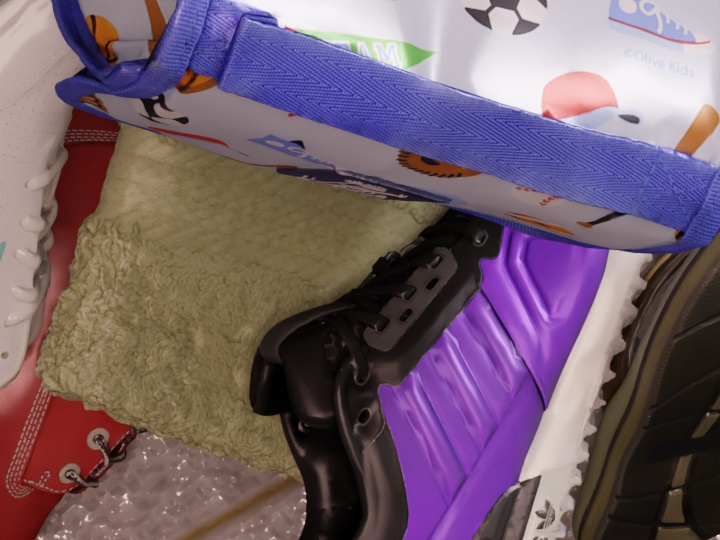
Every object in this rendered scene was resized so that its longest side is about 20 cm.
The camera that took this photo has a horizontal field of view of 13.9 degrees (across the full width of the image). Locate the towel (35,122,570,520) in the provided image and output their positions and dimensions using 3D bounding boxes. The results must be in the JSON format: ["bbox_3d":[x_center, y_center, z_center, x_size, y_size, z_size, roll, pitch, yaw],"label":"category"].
[{"bbox_3d":[0.000,0.000,0.942,0.200,0.036,0.148,17,86,-30],"label":"towel"}]

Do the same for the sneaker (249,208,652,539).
[{"bbox_3d":[0.021,0.022,0.898,0.099,0.070,0.200,18,81,-17],"label":"sneaker"}]

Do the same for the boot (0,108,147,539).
[{"bbox_3d":[-0.076,0.052,0.976,0.144,0.072,0.200,11,91,0],"label":"boot"}]

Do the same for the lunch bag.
[{"bbox_3d":[0.005,-0.085,0.818,0.170,0.200,0.124,15,119,-23],"label":"lunch bag"}]

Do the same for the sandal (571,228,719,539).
[{"bbox_3d":[0.106,0.024,0.919,0.080,0.201,0.057,-4,56,-23],"label":"sandal"}]

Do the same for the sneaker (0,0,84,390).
[{"bbox_3d":[-0.121,-0.012,0.908,0.080,0.070,0.200,38,108,0],"label":"sneaker"}]
